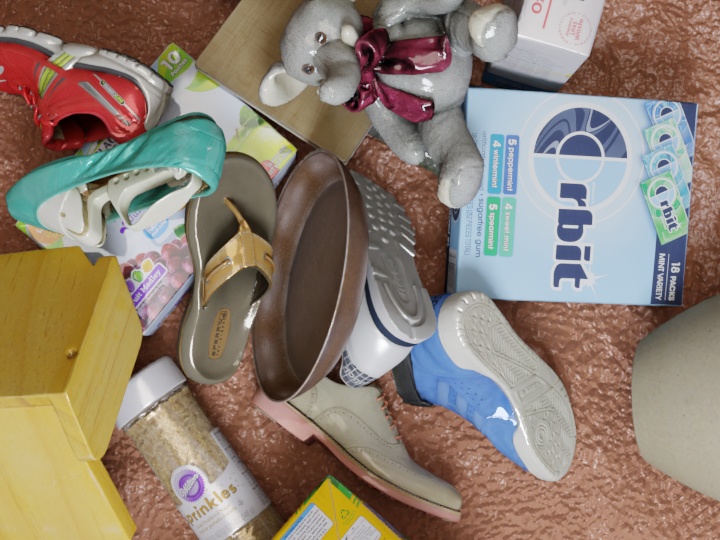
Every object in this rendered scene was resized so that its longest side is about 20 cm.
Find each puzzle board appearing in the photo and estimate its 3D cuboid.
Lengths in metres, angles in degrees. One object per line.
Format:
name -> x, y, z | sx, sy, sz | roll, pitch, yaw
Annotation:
puzzle board -> -0.025, -0.206, 1.107 | 0.150, 0.017, 0.201 | 33, 70, 2

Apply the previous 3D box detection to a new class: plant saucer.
plant saucer -> -0.038, 0.006, 1.028 | 0.032, 0.200, 0.203 | 10, 85, -23

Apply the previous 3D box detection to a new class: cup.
cup -> 0.298, 0.103, 1.043 | 0.142, 0.200, 0.203 | -4, 85, 26

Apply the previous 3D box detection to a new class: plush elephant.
plush elephant -> 0.009, -0.166, 1.010 | 0.153, 0.166, 0.201 | -4, 41, -22

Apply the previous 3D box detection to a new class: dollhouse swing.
dollhouse swing -> -0.262, 0.111, 1.048 | 0.198, 0.176, 0.183 | -6, 49, 23

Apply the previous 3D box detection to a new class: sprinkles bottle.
sprinkles bottle -> -0.127, 0.169, 1.066 | 0.068, 0.068, 0.201 | -36, 88, -5

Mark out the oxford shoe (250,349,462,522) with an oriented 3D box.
oxford shoe -> 0.008, 0.135, 1.074 | 0.199, 0.071, 0.074 | 34, 82, 1

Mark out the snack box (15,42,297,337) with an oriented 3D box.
snack box -> -0.168, -0.067, 1.092 | 0.142, 0.053, 0.200 | 39, 85, 3

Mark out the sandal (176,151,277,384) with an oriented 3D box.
sandal -> -0.103, 0.004, 1.051 | 0.080, 0.054, 0.202 | -1, 110, -33

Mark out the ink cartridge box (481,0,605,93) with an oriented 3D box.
ink cartridge box -> 0.155, -0.218, 1.043 | 0.067, 0.200, 0.116 | 16, 85, -1

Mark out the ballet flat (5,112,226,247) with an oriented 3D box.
ballet flat -> -0.193, -0.058, 1.001 | 0.198, 0.067, 0.071 | -19, 56, 18

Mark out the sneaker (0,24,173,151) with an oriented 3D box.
sneaker -> -0.247, -0.141, 1.053 | 0.198, 0.077, 0.086 | 14, 77, 28

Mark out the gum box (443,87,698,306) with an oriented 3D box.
gum box -> 0.174, -0.060, 1.082 | 0.198, 0.045, 0.172 | 3, 95, -10

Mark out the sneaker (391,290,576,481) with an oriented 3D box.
sneaker -> 0.094, 0.098, 1.084 | 0.200, 0.111, 0.077 | 50, 54, -29

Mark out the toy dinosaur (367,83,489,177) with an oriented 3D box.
toy dinosaur -> 0.062, -0.124, 1.111 | 0.198, 0.047, 0.089 | 24, 91, 3

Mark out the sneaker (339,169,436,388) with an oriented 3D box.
sneaker -> 0.000, 0.000, 1.052 | 0.076, 0.201, 0.081 | 24, 126, -26

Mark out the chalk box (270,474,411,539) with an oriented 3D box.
chalk box -> 0.011, 0.270, 1.019 | 0.124, 0.200, 0.125 | 37, 81, 34
